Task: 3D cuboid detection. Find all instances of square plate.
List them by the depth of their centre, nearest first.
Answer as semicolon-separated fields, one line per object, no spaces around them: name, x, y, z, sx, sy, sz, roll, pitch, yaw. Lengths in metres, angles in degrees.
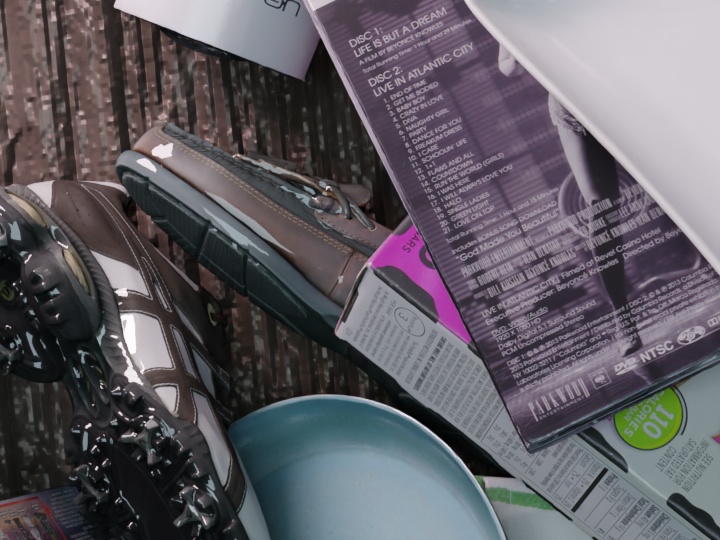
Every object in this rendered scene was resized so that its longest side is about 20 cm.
square plate;0.170;-0.078;0.739;0.198;0.028;0.200;-37;68;-8

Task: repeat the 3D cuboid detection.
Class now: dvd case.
dvd case;0.081;-0.055;0.768;0.148;0.016;0.201;-26;68;-1

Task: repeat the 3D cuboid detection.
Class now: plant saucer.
plant saucer;-0.016;0.148;0.836;0.199;0.027;0.201;-11;71;34

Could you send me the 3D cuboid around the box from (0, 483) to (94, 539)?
box;-0.175;0.136;0.815;0.137;0.200;0.040;-35;83;8

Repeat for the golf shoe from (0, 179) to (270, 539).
golf shoe;-0.073;0.047;0.848;0.078;0.094;0.201;-35;84;41

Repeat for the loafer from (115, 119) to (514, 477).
loafer;0.000;0.000;0.858;0.200;0.072;0.063;37;75;1

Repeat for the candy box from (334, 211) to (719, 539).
candy box;0.111;0.027;0.802;0.200;0.061;0.136;38;61;7

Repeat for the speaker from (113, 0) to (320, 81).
speaker;-0.024;-0.176;0.847;0.081;0.081;0.201;22;94;9

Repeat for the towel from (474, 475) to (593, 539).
towel;0.105;0.182;0.831;0.152;0.023;0.201;5;84;-7
